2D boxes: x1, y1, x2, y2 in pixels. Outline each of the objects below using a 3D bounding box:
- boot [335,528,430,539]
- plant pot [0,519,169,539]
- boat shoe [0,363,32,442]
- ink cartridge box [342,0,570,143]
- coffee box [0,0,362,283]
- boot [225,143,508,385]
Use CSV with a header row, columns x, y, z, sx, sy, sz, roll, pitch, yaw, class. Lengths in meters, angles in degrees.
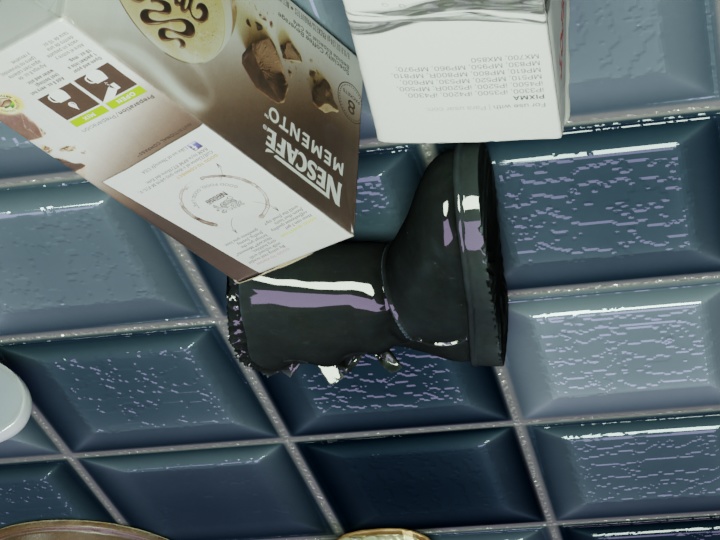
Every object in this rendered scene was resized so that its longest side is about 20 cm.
x,y,z,sx,sy,sz,roll,pitch,yaw,class
-0.031,0.274,1.469,0.175,0.066,0.200,-7,149,-8,boot
-0.228,0.331,1.443,0.200,0.198,0.200,1,147,1,plant pot
-0.306,0.101,1.215,0.200,0.070,0.066,-7,154,15,boat shoe
0.033,-0.164,0.705,0.083,0.147,0.200,-3,146,10,ink cartridge box
-0.090,-0.094,0.854,0.080,0.113,0.200,-21,140,32,coffee box
0.000,-0.001,1.035,0.162,0.073,0.198,1,148,8,boot
